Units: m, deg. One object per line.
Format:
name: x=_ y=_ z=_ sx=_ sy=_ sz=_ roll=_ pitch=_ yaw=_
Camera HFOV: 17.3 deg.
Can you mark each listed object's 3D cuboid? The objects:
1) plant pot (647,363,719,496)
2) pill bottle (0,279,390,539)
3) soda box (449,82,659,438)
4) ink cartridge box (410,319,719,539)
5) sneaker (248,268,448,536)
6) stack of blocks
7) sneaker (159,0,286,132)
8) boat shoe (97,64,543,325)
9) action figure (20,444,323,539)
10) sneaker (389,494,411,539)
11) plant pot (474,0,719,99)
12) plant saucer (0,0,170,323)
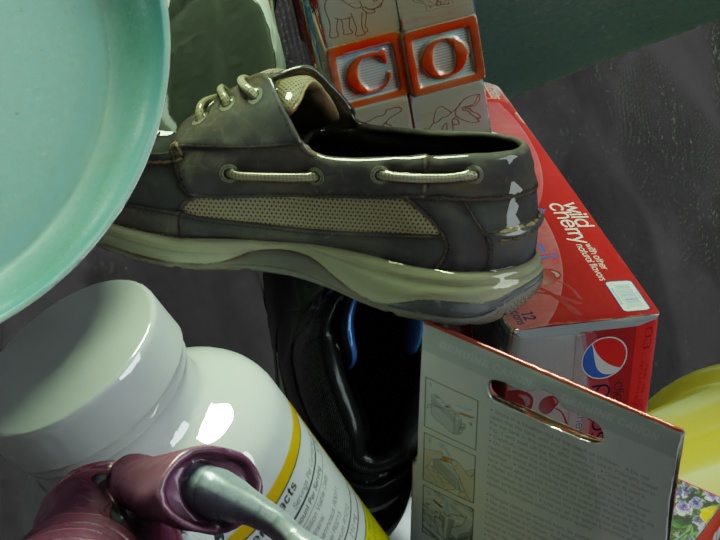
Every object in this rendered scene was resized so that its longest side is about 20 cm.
plant pot: x=0.161 y=0.144 z=1.100 sx=0.188 sy=0.200 sz=0.202 roll=-2 pitch=79 yaw=-44
pill bottle: x=-0.050 y=0.099 z=0.837 sx=0.200 sy=0.104 sz=0.104 roll=55 pitch=36 yaw=-30
soda box: x=0.057 y=-0.003 z=0.986 sx=0.200 sy=0.063 sz=0.070 roll=-117 pitch=-155 yaw=-54
ink cartridge box: x=0.075 y=0.101 z=0.879 sx=0.050 sy=0.109 sz=0.201 roll=-43 pitch=146 yaw=-41
sneaker: x=0.000 y=0.000 z=0.931 sx=0.073 sy=0.112 sz=0.201 roll=-2 pitch=66 yaw=-14
stack of blocks: x=0.000 y=-0.123 z=0.947 sx=0.200 sy=0.058 sz=0.116 roll=-108 pitch=-176 yaw=-52
sneaker: x=-0.057 y=-0.105 z=0.943 sx=0.086 sy=0.080 sz=0.201 roll=7 pitch=77 yaw=-69
boat shoe: x=-0.028 y=-0.039 z=0.848 sx=0.075 sy=0.199 sz=0.074 roll=-52 pitch=152 yaw=-69
action figure: x=-0.089 y=0.105 z=0.674 sx=0.148 sy=0.134 sz=0.200 roll=27 pitch=23 yaw=1
sneaker: x=0.031 y=0.049 z=1.022 sx=0.089 sy=0.074 sz=0.200 roll=52 pitch=42 yaw=-28
plant pot: x=0.067 y=-0.225 z=1.096 sx=0.200 sy=0.196 sz=0.197 roll=32 pitch=51 yaw=-41
plant saucer: x=-0.155 y=-0.064 z=0.691 sx=0.027 sy=0.199 sz=0.201 roll=111 pitch=-23 yaw=-70
